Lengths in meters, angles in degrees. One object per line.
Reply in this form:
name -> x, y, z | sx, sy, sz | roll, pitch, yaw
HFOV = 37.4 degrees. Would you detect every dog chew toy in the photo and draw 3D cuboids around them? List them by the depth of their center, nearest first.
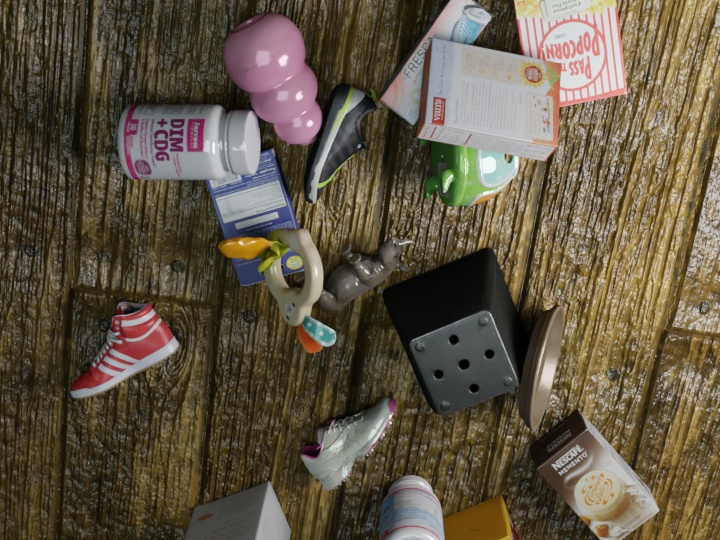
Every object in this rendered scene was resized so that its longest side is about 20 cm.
dog chew toy -> -0.120, -0.279, 1.590 | 0.123, 0.125, 0.202 | -24, 114, 10

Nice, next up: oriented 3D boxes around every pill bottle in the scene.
pill bottle -> -0.257, -0.194, 1.611 | 0.196, 0.114, 0.116 | 1, 108, 9
pill bottle -> 0.084, 0.426, 1.762 | 0.106, 0.200, 0.111 | 1, 108, 2

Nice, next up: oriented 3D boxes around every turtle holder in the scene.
turtle holder -> 0.164, -0.191, 1.609 | 0.129, 0.141, 0.189 | -5, 69, -11

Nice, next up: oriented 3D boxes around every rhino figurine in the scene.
rhino figurine -> 0.000, 0.000, 1.699 | 0.198, 0.060, 0.088 | -29, 132, 10

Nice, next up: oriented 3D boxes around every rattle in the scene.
rattle -> -0.124, 0.042, 1.626 | 0.128, 0.142, 0.204 | -1, 99, 29

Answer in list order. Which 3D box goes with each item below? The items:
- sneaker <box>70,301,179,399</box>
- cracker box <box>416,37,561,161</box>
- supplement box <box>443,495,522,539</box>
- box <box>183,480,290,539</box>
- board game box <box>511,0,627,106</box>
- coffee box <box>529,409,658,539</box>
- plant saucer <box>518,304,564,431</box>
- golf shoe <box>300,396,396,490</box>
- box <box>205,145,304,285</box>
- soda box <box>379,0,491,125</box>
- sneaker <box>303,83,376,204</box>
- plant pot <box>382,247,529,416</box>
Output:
sneaker -> -0.410, 0.125, 1.752 | 0.198, 0.071, 0.114 | -28, 109, 3
cracker box -> 0.185, -0.244, 1.525 | 0.196, 0.058, 0.136 | 10, 71, -8
supplement box -> 0.199, 0.536, 1.829 | 0.195, 0.133, 0.202 | -23, 106, 9
box -> -0.210, 0.468, 1.787 | 0.150, 0.200, 0.108 | -20, 105, 8
board game box -> 0.309, -0.351, 1.584 | 0.149, 0.046, 0.204 | -11, 107, 6
coffee box -> 0.391, 0.351, 1.790 | 0.114, 0.080, 0.200 | -41, 102, 13
plant saucer -> 0.284, 0.151, 1.676 | 0.029, 0.200, 0.204 | 12, 109, 19
golf shoe -> -0.022, 0.278, 1.787 | 0.091, 0.075, 0.201 | 39, 104, -7
box -> -0.165, -0.085, 1.695 | 0.119, 0.032, 0.203 | -14, 106, 7
soda box -> 0.110, -0.320, 1.593 | 0.068, 0.064, 0.201 | 34, 107, -9
sneaker -> -0.028, -0.187, 1.637 | 0.081, 0.072, 0.203 | 16, 112, -13
plant pot -> 0.159, 0.113, 1.672 | 0.197, 0.178, 0.202 | -22, 107, 8
